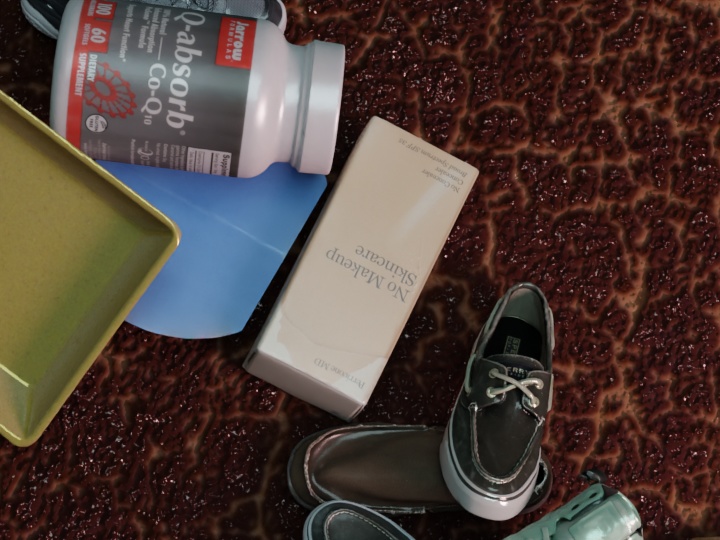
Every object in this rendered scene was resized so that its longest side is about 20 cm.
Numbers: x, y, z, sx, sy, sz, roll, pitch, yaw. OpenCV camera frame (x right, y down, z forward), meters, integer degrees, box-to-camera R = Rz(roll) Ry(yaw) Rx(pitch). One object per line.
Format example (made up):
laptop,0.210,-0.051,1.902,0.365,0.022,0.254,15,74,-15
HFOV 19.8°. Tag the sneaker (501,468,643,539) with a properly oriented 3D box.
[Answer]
sneaker,0.123,0.191,1.386,0.118,0.200,0.074,-43,78,22

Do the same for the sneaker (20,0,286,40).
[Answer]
sneaker,-0.149,-0.212,1.517,0.200,0.114,0.076,7,61,-7

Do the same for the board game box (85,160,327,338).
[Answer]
board game box,-0.125,-0.041,1.526,0.158,0.039,0.200,28,70,4

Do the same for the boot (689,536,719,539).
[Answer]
boot,0.245,0.241,1.469,0.200,0.074,0.155,21,31,-15

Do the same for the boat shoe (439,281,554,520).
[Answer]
boat shoe,0.101,0.088,1.471,0.071,0.064,0.200,14,42,-3

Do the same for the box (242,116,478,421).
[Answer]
box,0.000,0.000,1.515,0.095,0.078,0.200,26,73,-4

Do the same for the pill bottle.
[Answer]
pill bottle,-0.115,-0.128,1.473,0.199,0.116,0.116,7,75,-4

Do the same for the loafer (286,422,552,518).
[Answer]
loafer,0.047,0.139,1.492,0.199,0.071,0.073,-1,76,-11

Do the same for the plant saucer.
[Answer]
plant saucer,-0.253,-0.012,1.457,0.200,0.048,0.200,37,102,0

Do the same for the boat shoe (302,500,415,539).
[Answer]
boat shoe,0.036,0.224,1.410,0.072,0.071,0.200,-40,67,-17
